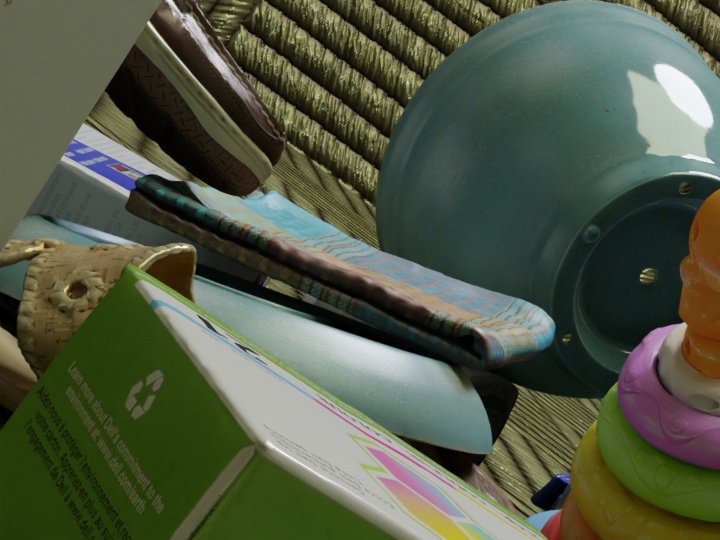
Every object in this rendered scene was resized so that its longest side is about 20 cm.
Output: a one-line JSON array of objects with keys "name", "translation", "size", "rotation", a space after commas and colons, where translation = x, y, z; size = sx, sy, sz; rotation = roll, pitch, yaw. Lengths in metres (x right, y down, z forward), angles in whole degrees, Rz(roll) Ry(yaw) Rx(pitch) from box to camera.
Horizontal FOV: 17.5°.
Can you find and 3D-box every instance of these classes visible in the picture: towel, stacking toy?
[{"name": "towel", "translation": [0.000, 0.000, 0.896], "size": [0.146, 0.022, 0.200], "rotation": [24, 3, 10]}, {"name": "stacking toy", "translation": [0.115, 0.056, 0.769], "size": [0.109, 0.200, 0.116], "rotation": [2, 35, -2]}]

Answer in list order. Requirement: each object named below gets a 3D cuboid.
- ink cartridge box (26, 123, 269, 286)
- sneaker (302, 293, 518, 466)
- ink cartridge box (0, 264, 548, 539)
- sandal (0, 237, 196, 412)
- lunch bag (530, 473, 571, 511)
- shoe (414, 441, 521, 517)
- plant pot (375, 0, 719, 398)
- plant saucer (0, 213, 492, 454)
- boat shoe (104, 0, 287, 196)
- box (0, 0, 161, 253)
[{"name": "ink cartridge box", "translation": [-0.129, -0.040, 1.010], "size": [0.200, 0.047, 0.198], "rotation": [28, 5, -1]}, {"name": "sneaker", "translation": [0.006, 0.047, 1.116], "size": [0.087, 0.075, 0.200], "rotation": [31, -8, 26]}, {"name": "ink cartridge box", "translation": [0.012, 0.097, 0.491], "size": [0.148, 0.076, 0.200], "rotation": [35, 4, -30]}, {"name": "sandal", "translation": [-0.061, 0.027, 0.679], "size": [0.212, 0.070, 0.078], "rotation": [39, 5, 21]}, {"name": "lunch bag", "translation": [0.162, 0.132, 1.056], "size": [0.160, 0.076, 0.200], "rotation": [40, 24, 13]}, {"name": "shoe", "translation": [0.032, 0.110, 0.735], "size": [0.070, 0.053, 0.200], "rotation": [47, 5, -12]}, {"name": "plant pot", "translation": [0.122, -0.017, 1.154], "size": [0.200, 0.200, 0.134], "rotation": [35, 9, -30]}, {"name": "plant saucer", "translation": [-0.044, 0.018, 0.818], "size": [0.200, 0.027, 0.200], "rotation": [19, 0, 0]}, {"name": "boat shoe", "translation": [-0.085, -0.120, 0.824], "size": [0.202, 0.075, 0.075], "rotation": [49, -12, -14]}, {"name": "box", "translation": [-0.159, -0.088, 0.699], "size": [0.124, 0.098, 0.200], "rotation": [35, -6, -26]}]
